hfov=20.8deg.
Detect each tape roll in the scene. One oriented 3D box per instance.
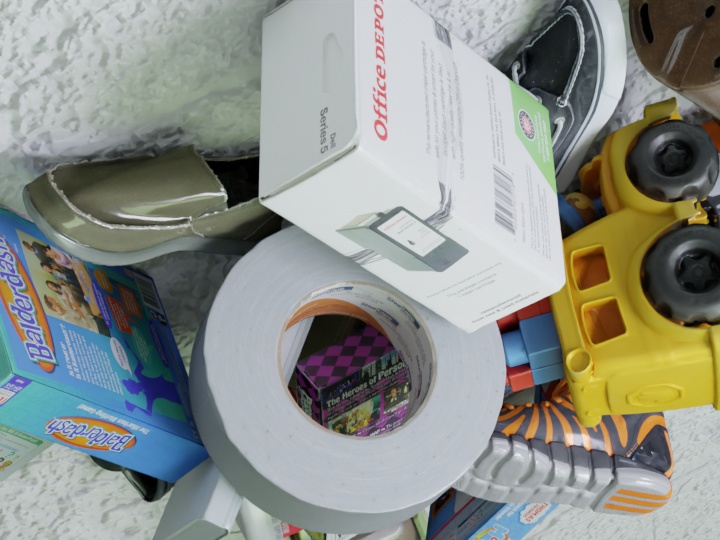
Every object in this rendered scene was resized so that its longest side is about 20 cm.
[{"bbox_3d":[-0.009,0.067,1.275,0.199,0.201,0.066,-12,165,-18],"label":"tape roll"}]

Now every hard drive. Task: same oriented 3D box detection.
[{"bbox_3d":[-0.084,0.098,1.356,0.026,0.201,0.132,26,154,-12],"label":"hard drive"}]

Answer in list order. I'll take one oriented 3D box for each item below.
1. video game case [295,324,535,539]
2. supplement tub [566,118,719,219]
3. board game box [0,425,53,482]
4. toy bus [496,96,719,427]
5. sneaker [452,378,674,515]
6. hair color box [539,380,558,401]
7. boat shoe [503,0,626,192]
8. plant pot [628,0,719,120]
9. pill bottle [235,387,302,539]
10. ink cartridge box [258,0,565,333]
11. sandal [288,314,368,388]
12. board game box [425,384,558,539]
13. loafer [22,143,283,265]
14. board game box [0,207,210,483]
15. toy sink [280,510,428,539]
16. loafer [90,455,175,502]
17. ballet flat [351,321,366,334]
[{"bbox_3d":[0.044,0.095,1.421,0.199,0.036,0.182,-27,141,-24],"label":"video game case"},{"bbox_3d":[0.247,-0.046,1.468,0.199,0.107,0.107,-28,147,4],"label":"supplement tub"},{"bbox_3d":[-0.332,0.126,1.368,0.200,0.064,0.147,-34,147,16],"label":"board game box"},{"bbox_3d":[0.164,0.005,1.335,0.191,0.201,0.136,-13,153,6],"label":"toy bus"},{"bbox_3d":[0.133,0.110,1.437,0.199,0.113,0.078,13,147,-17],"label":"sneaker"},{"bbox_3d":[0.230,0.041,1.574,0.199,0.111,0.064,-10,144,-23],"label":"hair color box"},{"bbox_3d":[0.122,-0.116,1.327,0.067,0.072,0.200,-13,152,-21],"label":"boat shoe"},{"bbox_3d":[0.294,-0.160,1.279,0.198,0.201,0.200,20,127,-37],"label":"plant pot"},{"bbox_3d":[-0.015,0.129,1.531,0.199,0.113,0.112,-22,147,-10],"label":"pill bottle"},{"bbox_3d":[0.032,-0.074,1.211,0.084,0.146,0.200,-27,138,33],"label":"ink cartridge box"},{"bbox_3d":[0.003,0.004,1.409,0.069,0.078,0.212,-7,137,-33],"label":"sandal"},{"bbox_3d":[0.112,0.153,1.587,0.037,0.200,0.151,33,122,-15],"label":"board game box"},{"bbox_3d":[-0.125,-0.053,1.256,0.199,0.075,0.070,-4,137,-44],"label":"loafer"},{"bbox_3d":[-0.190,0.044,1.265,0.045,0.153,0.200,-36,145,18],"label":"board game box"},{"bbox_3d":[-0.007,0.213,1.641,0.112,0.131,0.200,-29,146,6],"label":"toy sink"},{"bbox_3d":[-0.171,0.114,1.438,0.071,0.068,0.201,-61,154,-18],"label":"loafer"},{"bbox_3d":[0.045,0.030,1.443,0.200,0.072,0.072,-46,144,3],"label":"ballet flat"}]
